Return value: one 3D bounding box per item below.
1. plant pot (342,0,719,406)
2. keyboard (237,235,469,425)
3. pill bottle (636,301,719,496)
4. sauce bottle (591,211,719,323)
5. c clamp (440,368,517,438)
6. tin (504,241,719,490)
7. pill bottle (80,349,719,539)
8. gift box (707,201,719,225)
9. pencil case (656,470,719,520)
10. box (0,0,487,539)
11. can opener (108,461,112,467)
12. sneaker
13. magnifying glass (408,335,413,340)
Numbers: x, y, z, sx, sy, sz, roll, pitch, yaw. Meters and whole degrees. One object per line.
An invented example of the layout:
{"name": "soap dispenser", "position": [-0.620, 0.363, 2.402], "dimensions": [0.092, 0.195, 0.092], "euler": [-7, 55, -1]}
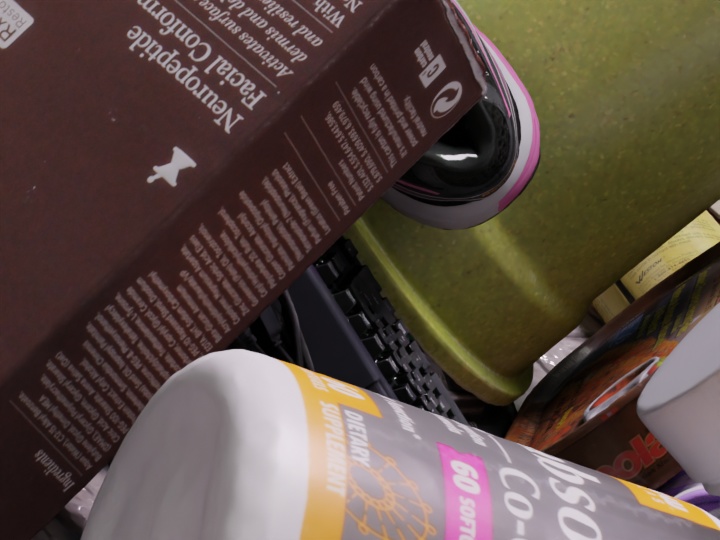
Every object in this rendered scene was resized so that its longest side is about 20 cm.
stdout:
{"name": "plant pot", "position": [0.079, -0.083, 1.019], "dimensions": [0.200, 0.184, 0.200], "euler": [54, 14, -21]}
{"name": "keyboard", "position": [0.007, 0.039, 0.882], "dimensions": [0.200, 0.021, 0.127], "euler": [57, 18, -4]}
{"name": "pill bottle", "position": [0.180, 0.081, 0.838], "dimensions": [0.200, 0.114, 0.114], "euler": [47, 19, -3]}
{"name": "sauce bottle", "position": [0.125, -0.002, 1.227], "dimensions": [0.065, 0.065, 0.200], "euler": [18, 22, -26]}
{"name": "c clamp", "position": [0.000, 0.000, 1.012], "dimensions": [0.171, 0.027, 0.200], "euler": [60, 14, 5]}
{"name": "tin", "position": [0.104, 0.037, 1.005], "dimensions": [0.042, 0.112, 0.200], "euler": [48, 15, -1]}
{"name": "pill bottle", "position": [0.033, 0.102, 0.747], "dimensions": [0.200, 0.116, 0.116], "euler": [19, 20, -23]}
{"name": "gift box", "position": [0.242, -0.062, 1.298], "dimensions": [0.187, 0.185, 0.200], "euler": [46, 1, 41]}
{"name": "pencil case", "position": [0.139, 0.083, 0.992], "dimensions": [0.084, 0.086, 0.200], "euler": [26, 19, 6]}
{"name": "box", "position": [-0.075, -0.023, 0.784], "dimensions": [0.100, 0.200, 0.075], "euler": [41, -7, 29]}
{"name": "can opener", "position": [-0.082, -0.024, 0.865], "dimensions": [0.063, 0.079, 0.200], "euler": [54, 14, -60]}
{"name": "sneaker", "position": [-0.021, -0.096, 0.897], "dimensions": [0.200, 0.080, 0.086], "euler": [38, 0, 1]}
{"name": "magnifying glass", "position": [0.047, -0.005, 1.197], "dimensions": [0.080, 0.022, 0.200], "euler": [29, 18, 5]}
